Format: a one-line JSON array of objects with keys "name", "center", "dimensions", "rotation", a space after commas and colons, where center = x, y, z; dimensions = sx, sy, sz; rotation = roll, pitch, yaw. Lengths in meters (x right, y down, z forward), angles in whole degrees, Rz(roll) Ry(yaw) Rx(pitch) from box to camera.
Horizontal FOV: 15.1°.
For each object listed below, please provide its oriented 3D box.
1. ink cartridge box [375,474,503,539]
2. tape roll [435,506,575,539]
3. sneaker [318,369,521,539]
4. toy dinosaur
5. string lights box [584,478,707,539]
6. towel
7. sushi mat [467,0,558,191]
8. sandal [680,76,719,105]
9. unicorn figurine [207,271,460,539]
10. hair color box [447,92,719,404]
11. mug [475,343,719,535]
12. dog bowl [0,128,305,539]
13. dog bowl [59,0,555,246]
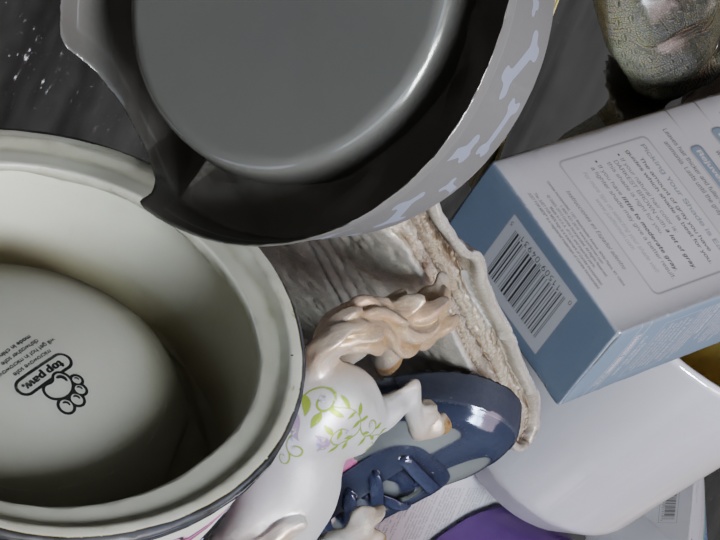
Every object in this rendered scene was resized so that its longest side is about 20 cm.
[{"name": "ink cartridge box", "center": [0.019, 0.167, 1.406], "dimensions": [0.200, 0.057, 0.163], "rotation": [4, 112, -62]}, {"name": "tape roll", "center": [0.066, 0.227, 1.401], "dimensions": [0.200, 0.085, 0.200], "rotation": [-37, 143, -34]}, {"name": "sneaker", "center": [-0.018, 0.107, 1.180], "dimensions": [0.070, 0.200, 0.082], "rotation": [43, 36, -40]}, {"name": "toy dinosaur", "center": [0.146, -0.126, 1.292], "dimensions": [0.102, 0.077, 0.200], "rotation": [-49, 153, -22]}, {"name": "string lights box", "center": [0.165, 0.185, 1.538], "dimensions": [0.103, 0.059, 0.200], "rotation": [-77, 164, -45]}, {"name": "towel", "center": [0.000, 0.000, 1.176], "dimensions": [0.034, 0.133, 0.200], "rotation": [-53, 146, -19]}, {"name": "sushi mat", "center": [0.087, -0.134, 1.237], "dimensions": [0.096, 0.012, 0.200], "rotation": [-93, -156, -74]}, {"name": "sandal", "center": [0.194, -0.065, 1.408], "dimensions": [0.057, 0.080, 0.201], "rotation": [0, 116, -50]}, {"name": "unicorn figurine", "center": [-0.025, 0.097, 1.074], "dimensions": [0.137, 0.074, 0.200], "rotation": [-12, 112, -64]}, {"name": "hair color box", "center": [0.144, -0.018, 1.248], "dimensions": [0.200, 0.099, 0.061], "rotation": [-18, 155, -39]}, {"name": "mug", "center": [0.142, 0.060, 1.360], "dimensions": [0.187, 0.149, 0.153], "rotation": [23, 128, -27]}, {"name": "dog bowl", "center": [-0.126, 0.042, 1.011], "dimensions": [0.200, 0.200, 0.074], "rotation": [-26, 150, -38]}, {"name": "dog bowl", "center": [-0.016, -0.103, 1.020], "dimensions": [0.059, 0.200, 0.200], "rotation": [17, 102, -58]}]
